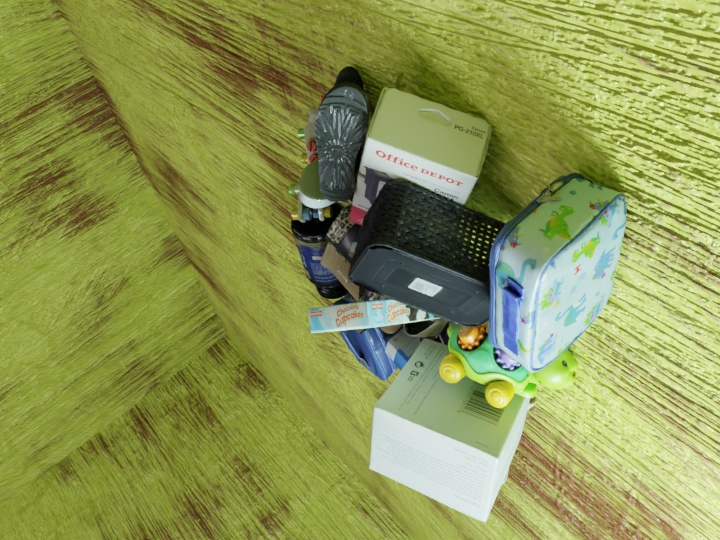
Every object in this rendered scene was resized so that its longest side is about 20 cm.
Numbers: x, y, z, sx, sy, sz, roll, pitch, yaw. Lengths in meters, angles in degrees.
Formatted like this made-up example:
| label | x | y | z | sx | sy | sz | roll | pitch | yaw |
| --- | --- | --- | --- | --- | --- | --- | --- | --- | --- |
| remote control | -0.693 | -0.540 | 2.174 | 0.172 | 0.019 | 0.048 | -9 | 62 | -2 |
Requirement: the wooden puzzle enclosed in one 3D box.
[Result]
| label | x | y | z | sx | sy | sz | roll | pitch | yaw |
| --- | --- | --- | --- | --- | --- | --- | --- | --- | --- |
| wooden puzzle | 0.026 | -0.003 | 1.145 | 0.200 | 0.046 | 0.186 | 44 | 144 | 12 |

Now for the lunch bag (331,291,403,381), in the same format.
| label | x | y | z | sx | sy | sz | roll | pitch | yaw |
| --- | --- | --- | --- | --- | --- | --- | --- | --- | --- |
| lunch bag | 0.026 | 0.119 | 1.308 | 0.135 | 0.132 | 0.203 | 20 | 142 | 55 |

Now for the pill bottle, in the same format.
| label | x | y | z | sx | sy | sz | roll | pitch | yaw |
| --- | --- | --- | --- | --- | --- | --- | --- | --- | --- |
| pill bottle | -0.071 | -0.037 | 1.307 | 0.111 | 0.111 | 0.202 | 37 | 153 | 36 |

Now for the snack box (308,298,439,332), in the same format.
| label | x | y | z | sx | sy | sz | roll | pitch | yaw |
| --- | --- | --- | --- | --- | --- | --- | --- | --- | --- |
| snack box | 0.032 | 0.062 | 0.922 | 0.115 | 0.198 | 0.038 | -11 | 84 | 40 |

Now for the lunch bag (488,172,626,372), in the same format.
| label | x | y | z | sx | sy | sz | roll | pitch | yaw |
| --- | --- | --- | --- | --- | --- | --- | --- | --- | --- |
| lunch bag | 0.210 | 0.007 | 0.691 | 0.082 | 0.160 | 0.202 | 36 | 154 | 36 |

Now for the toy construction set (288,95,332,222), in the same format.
| label | x | y | z | sx | sy | sz | roll | pitch | yaw |
| --- | --- | --- | --- | --- | --- | --- | --- | --- | --- |
| toy construction set | -0.071 | -0.188 | 1.035 | 0.090 | 0.131 | 0.204 | 13 | 109 | 11 |

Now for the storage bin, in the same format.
| label | x | y | z | sx | sy | sz | roll | pitch | yaw |
| --- | --- | --- | --- | --- | --- | --- | --- | --- | --- |
| storage bin | 0.096 | -0.015 | 0.811 | 0.196 | 0.096 | 0.135 | 20 | 155 | -9 |

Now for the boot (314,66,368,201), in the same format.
| label | x | y | z | sx | sy | sz | roll | pitch | yaw |
| --- | --- | --- | --- | --- | --- | --- | --- | --- | --- |
| boot | -0.016 | -0.218 | 0.849 | 0.064 | 0.202 | 0.167 | 12 | 134 | -2 |

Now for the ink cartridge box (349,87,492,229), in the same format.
| label | x | y | z | sx | sy | sz | roll | pitch | yaw |
| --- | --- | --- | --- | --- | --- | --- | --- | --- | --- |
| ink cartridge box | 0.071 | -0.123 | 0.825 | 0.142 | 0.086 | 0.201 | 19 | 154 | 2 |

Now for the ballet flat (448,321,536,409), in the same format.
| label | x | y | z | sx | sy | sz | roll | pitch | yaw |
| --- | --- | --- | --- | --- | --- | --- | --- | --- | --- |
| ballet flat | 0.225 | 0.154 | 1.045 | 0.202 | 0.069 | 0.069 | 54 | 159 | -5 |

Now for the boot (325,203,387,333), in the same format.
| label | x | y | z | sx | sy | sz | roll | pitch | yaw |
| --- | --- | --- | --- | --- | --- | --- | --- | --- | --- |
| boot | 0.001 | -0.001 | 1.072 | 0.154 | 0.073 | 0.205 | 44 | 136 | 13 |

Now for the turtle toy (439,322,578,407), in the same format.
| label | x | y | z | sx | sy | sz | roll | pitch | yaw |
| --- | --- | --- | --- | --- | --- | --- | --- | --- | --- |
| turtle toy | 0.216 | 0.122 | 0.920 | 0.197 | 0.145 | 0.103 | 24 | 117 | 23 |

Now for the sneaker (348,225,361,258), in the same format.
| label | x | y | z | sx | sy | sz | roll | pitch | yaw |
| --- | --- | --- | --- | --- | --- | --- | --- | --- | --- |
| sneaker | 0.088 | -0.044 | 0.941 | 0.196 | 0.111 | 0.070 | 17 | 171 | 14 |

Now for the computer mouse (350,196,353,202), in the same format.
| label | x | y | z | sx | sy | sz | roll | pitch | yaw |
| --- | --- | --- | --- | --- | --- | --- | --- | --- | --- |
| computer mouse | 0.021 | -0.132 | 1.003 | 0.059 | 0.034 | 0.199 | 59 | 158 | -13 |

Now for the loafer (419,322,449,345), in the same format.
| label | x | y | z | sx | sy | sz | roll | pitch | yaw |
| --- | --- | --- | --- | --- | --- | --- | --- | --- | --- |
| loafer | 0.135 | 0.104 | 1.133 | 0.201 | 0.072 | 0.073 | 51 | 161 | 10 |

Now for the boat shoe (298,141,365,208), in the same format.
| label | x | y | z | sx | sy | sz | roll | pitch | yaw |
| --- | --- | --- | --- | --- | --- | --- | --- | --- | --- |
| boat shoe | -0.039 | -0.135 | 0.931 | 0.072 | 0.201 | 0.069 | 20 | 130 | 4 |

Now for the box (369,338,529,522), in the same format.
| label | x | y | z | sx | sy | sz | roll | pitch | yaw |
| --- | --- | --- | --- | --- | --- | --- | --- | --- | --- |
| box | 0.142 | 0.236 | 0.972 | 0.196 | 0.199 | 0.133 | 17 | 123 | 23 |

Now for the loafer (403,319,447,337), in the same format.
| label | x | y | z | sx | sy | sz | roll | pitch | yaw |
| --- | --- | --- | --- | --- | --- | --- | --- | --- | --- |
| loafer | 0.123 | 0.044 | 1.014 | 0.076 | 0.068 | 0.202 | 42 | 137 | 26 |

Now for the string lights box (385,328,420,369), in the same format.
| label | x | y | z | sx | sy | sz | roll | pitch | yaw |
| --- | --- | --- | --- | --- | --- | --- | --- | --- | --- |
| string lights box | 0.149 | 0.186 | 1.186 | 0.200 | 0.102 | 0.059 | 48 | 158 | 18 |
